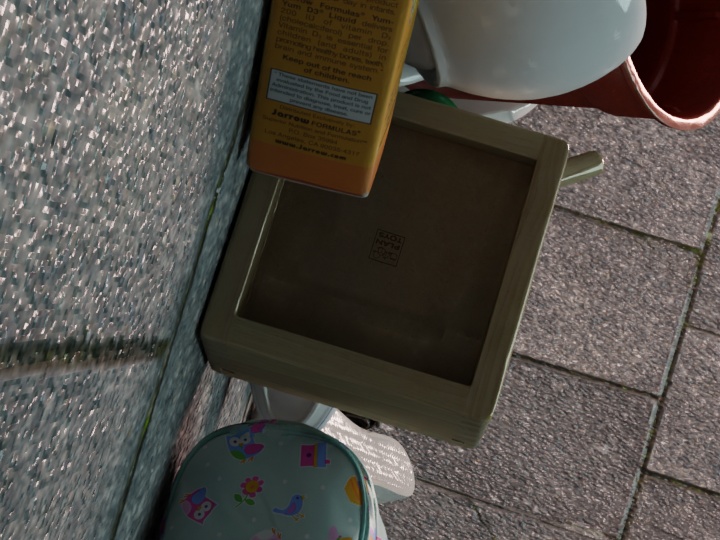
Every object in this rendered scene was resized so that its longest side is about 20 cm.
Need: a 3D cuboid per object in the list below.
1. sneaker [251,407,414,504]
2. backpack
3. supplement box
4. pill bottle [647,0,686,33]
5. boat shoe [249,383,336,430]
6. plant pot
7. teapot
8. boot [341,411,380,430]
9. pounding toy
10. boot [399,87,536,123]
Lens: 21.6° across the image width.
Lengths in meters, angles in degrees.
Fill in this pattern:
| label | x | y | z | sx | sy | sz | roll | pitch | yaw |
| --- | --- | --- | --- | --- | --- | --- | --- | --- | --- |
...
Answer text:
| label | x | y | z | sx | sy | sz | roll | pitch | yaw |
| --- | --- | --- | --- | --- | --- | --- | --- | --- | --- |
| sneaker | -0.054 | 0.157 | 1.499 | 0.200 | 0.115 | 0.074 | 35 | 41 | -51 |
| backpack | -0.049 | 0.185 | 1.032 | 0.127 | 0.166 | 0.201 | 90 | 11 | -64 |
| supplement box | -0.004 | -0.131 | 0.874 | 0.200 | 0.069 | 0.067 | 101 | 4 | -45 |
| pill bottle | 0.170 | -0.205 | 1.355 | 0.112 | 0.200 | 0.112 | -24 | 133 | -28 |
| boat shoe | -0.038 | 0.018 | 1.159 | 0.065 | 0.073 | 0.201 | -54 | 151 | -67 |
| plant pot | 0.121 | -0.188 | 1.209 | 0.200 | 0.195 | 0.202 | -4 | 95 | -54 |
| teapot | 0.052 | -0.167 | 1.011 | 0.198 | 0.146 | 0.200 | -119 | -176 | -59 |
| boot | 0.021 | 0.067 | 1.588 | 0.069 | 0.199 | 0.174 | 54 | 31 | -31 |
| pounding toy | 0.032 | -0.017 | 1.043 | 0.142 | 0.183 | 0.201 | 96 | 11 | -76 |
| boot | 0.050 | -0.103 | 1.395 | 0.200 | 0.073 | 0.090 | -24 | 158 | -25 |
